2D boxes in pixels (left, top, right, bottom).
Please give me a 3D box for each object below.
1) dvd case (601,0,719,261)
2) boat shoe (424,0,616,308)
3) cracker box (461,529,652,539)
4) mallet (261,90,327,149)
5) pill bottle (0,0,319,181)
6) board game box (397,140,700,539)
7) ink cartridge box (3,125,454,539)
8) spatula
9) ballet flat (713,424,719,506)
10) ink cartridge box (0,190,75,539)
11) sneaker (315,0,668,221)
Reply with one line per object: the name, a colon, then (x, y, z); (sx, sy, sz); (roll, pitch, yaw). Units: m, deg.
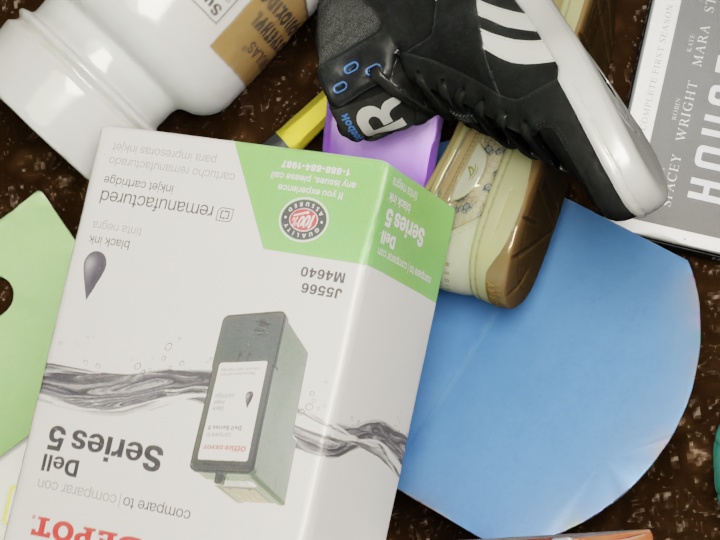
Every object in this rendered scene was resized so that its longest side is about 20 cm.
dvd case: (0.225, -0.069, 1.078); (0.198, 0.025, 0.152); (13, 85, 4)
boat shoe: (0.071, -0.080, 1.051); (0.062, 0.073, 0.201); (11, 63, 19)
cracker box: (0.042, 0.185, 0.989); (0.199, 0.057, 0.135); (-10, 82, 47)
mallet: (-0.023, -0.059, 1.089); (0.066, 0.041, 0.200); (40, 93, 4)
pill bottle: (-0.081, -0.138, 1.058); (0.114, 0.114, 0.200); (42, 88, 6)
board game box: (0.059, 0.038, 1.065); (0.199, 0.039, 0.159); (28, 78, 22)
ink cartridge box: (-0.056, 0.051, 0.987); (0.144, 0.084, 0.202); (8, 80, 25)
spatula: (0.000, 0.000, 1.051); (0.056, 0.021, 0.202); (7, 77, 7)
ballet flat: (0.255, 0.115, 1.046); (0.198, 0.067, 0.071); (17, 110, 5)
ink cartridge box: (-0.153, 0.081, 1.075); (0.145, 0.048, 0.201); (-36, 85, -1)
sneaker: (0.047, -0.072, 0.987); (0.111, 0.073, 0.201); (-35, 52, 9)
